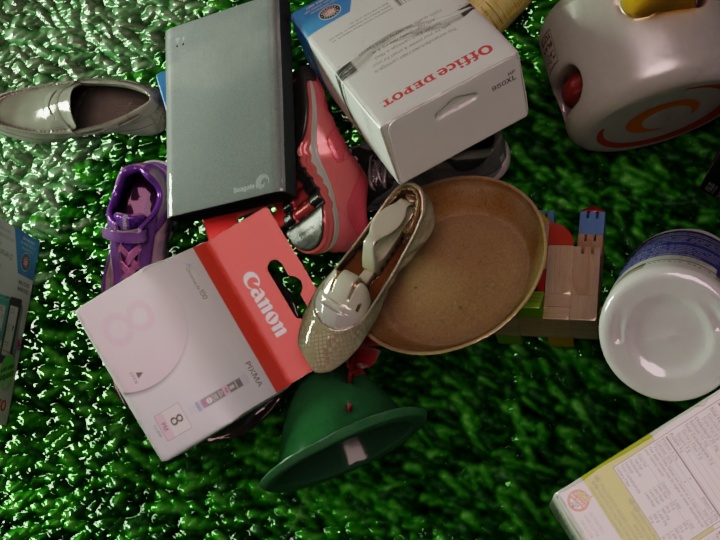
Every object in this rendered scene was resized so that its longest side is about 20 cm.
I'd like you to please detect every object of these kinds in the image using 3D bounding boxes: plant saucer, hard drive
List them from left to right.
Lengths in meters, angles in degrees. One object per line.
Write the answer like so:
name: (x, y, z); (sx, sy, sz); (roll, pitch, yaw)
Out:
hard drive: (-0.128, -0.155, 1.164); (0.139, 0.033, 0.201); (-11, 74, 29)
plant saucer: (0.084, 0.001, 1.124); (0.200, 0.035, 0.201); (-14, 51, 18)

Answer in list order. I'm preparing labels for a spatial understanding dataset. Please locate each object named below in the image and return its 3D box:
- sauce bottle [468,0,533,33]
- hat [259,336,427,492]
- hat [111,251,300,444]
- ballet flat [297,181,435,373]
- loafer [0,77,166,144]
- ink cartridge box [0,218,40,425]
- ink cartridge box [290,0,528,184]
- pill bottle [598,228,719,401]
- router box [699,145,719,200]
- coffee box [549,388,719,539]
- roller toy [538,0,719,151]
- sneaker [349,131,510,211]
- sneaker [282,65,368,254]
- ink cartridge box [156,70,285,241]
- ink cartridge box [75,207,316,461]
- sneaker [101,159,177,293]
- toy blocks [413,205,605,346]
sauce bottle: (0.119, -0.262, 1.235); (0.200, 0.066, 0.066); (-45, 77, -2)
hat: (-0.040, 0.097, 1.143); (0.165, 0.200, 0.176); (-34, 70, 24)
hat: (-0.151, 0.081, 1.161); (0.200, 0.081, 0.201); (0, 95, -5)
ballet flat: (0.000, 0.000, 1.097); (0.067, 0.062, 0.200); (26, 71, 21)
loafer: (-0.302, -0.174, 1.264); (0.199, 0.070, 0.070); (-3, 78, 7)
ink cartridge box: (-0.431, 0.045, 1.197); (0.145, 0.147, 0.201); (6, 80, 7)
ink cartridge box: (0.045, -0.196, 1.127); (0.144, 0.084, 0.200); (-29, 50, -6)
pill bottle: (0.288, 0.028, 1.075); (0.119, 0.200, 0.120); (6, 108, 19)
router box: (0.389, -0.150, 1.106); (0.062, 0.200, 0.150); (29, 83, 11)
coffee box: (0.302, 0.232, 1.040); (0.197, 0.200, 0.200); (-33, 75, -1)
roller toy: (0.268, -0.209, 1.142); (0.182, 0.200, 0.140); (-25, 73, 35)
sneaker: (0.049, -0.117, 1.186); (0.199, 0.116, 0.075); (-12, 77, 4)
sneaker: (-0.037, -0.103, 1.169); (0.074, 0.087, 0.201); (-30, 61, 42)
ink cartridge box: (-0.124, -0.123, 1.233); (0.116, 0.067, 0.201); (-19, 77, 3)
ink cartridge box: (-0.135, 0.056, 1.100); (0.200, 0.057, 0.163); (-31, 87, 2)
sneaker: (-0.230, -0.023, 1.216); (0.080, 0.088, 0.201); (5, 81, 6)
toy blocks: (0.160, -0.008, 1.169); (0.199, 0.100, 0.137); (2, 67, 15)
